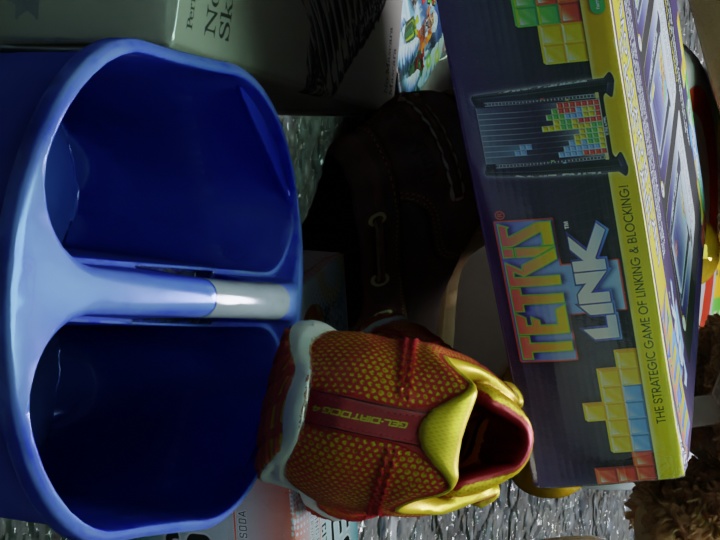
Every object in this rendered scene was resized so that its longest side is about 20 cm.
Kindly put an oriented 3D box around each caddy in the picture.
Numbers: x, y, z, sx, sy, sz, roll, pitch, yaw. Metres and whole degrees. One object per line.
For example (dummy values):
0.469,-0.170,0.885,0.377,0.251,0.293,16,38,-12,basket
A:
-0.075,0.005,0.785,0.200,0.104,0.142,4,91,-69,caddy

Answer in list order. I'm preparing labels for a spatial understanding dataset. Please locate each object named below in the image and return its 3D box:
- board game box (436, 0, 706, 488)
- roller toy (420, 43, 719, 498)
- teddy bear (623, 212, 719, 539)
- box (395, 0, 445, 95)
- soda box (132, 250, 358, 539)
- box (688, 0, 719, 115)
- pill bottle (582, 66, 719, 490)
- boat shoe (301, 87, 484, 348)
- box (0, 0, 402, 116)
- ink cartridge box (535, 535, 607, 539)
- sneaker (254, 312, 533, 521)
0.074,-0.056,0.892,0.166,0.056,0.201,-73,155,-55,board game box
0.084,-0.011,1.142,0.200,0.139,0.184,-35,127,-67,roller toy
0.167,0.046,0.998,0.067,0.200,0.145,-4,53,-50,teddy bear
0.008,-0.182,1.068,0.137,0.040,0.201,-60,146,-52,box
-0.041,0.095,0.943,0.064,0.068,0.201,-39,130,-63,soda box
0.165,-0.101,1.189,0.163,0.021,0.201,-13,89,-77,box
0.124,0.001,1.300,0.111,0.110,0.201,-14,107,-68,pill bottle
0.000,0.000,0.997,0.070,0.071,0.200,-23,154,-23,boat shoe
-0.049,-0.100,0.890,0.200,0.068,0.083,4,89,-70,box
0.054,0.146,1.022,0.200,0.116,0.068,176,-94,-81,ink cartridge box
0.018,0.055,0.862,0.200,0.077,0.073,-5,109,-81,sneaker
